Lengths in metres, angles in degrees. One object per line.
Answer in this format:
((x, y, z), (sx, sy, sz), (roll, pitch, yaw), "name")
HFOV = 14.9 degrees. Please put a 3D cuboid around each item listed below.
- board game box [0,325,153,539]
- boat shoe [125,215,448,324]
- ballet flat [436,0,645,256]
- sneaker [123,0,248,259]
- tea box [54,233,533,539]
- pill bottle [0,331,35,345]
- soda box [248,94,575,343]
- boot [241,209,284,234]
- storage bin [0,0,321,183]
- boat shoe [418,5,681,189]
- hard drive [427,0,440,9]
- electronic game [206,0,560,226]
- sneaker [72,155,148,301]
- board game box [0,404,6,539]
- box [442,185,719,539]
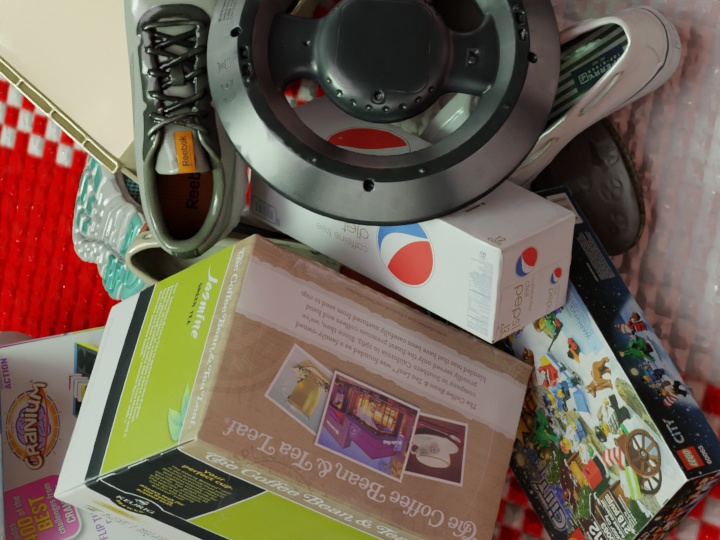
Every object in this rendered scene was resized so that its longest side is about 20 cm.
((-0.145, 0.109, 1.801), (0.200, 0.040, 0.153), (-10, 76, 0), "board game box")
((-0.045, 0.008, 1.684), (0.200, 0.063, 0.071), (18, 112, 14), "boat shoe")
((0.113, -0.093, 1.664), (0.067, 0.046, 0.200), (-44, 67, 23), "ballet flat")
((-0.099, -0.102, 1.593), (0.074, 0.079, 0.200), (-3, 107, 3), "sneaker")
((-0.041, 0.096, 1.631), (0.197, 0.200, 0.134), (-23, 47, 56), "tea box")
((-0.206, 0.136, 1.891), (0.200, 0.111, 0.111), (40, 114, 34), "pill bottle")
((0.027, -0.033, 1.603), (0.200, 0.068, 0.064), (29, 128, 35), "soda box")
((0.000, 0.000, 1.742), (0.200, 0.074, 0.096), (-10, 111, 23), "boot")
((-0.129, -0.183, 1.679), (0.199, 0.094, 0.200), (41, 107, 9), "storage bin")
((0.091, -0.096, 1.610), (0.200, 0.067, 0.074), (-38, 70, 25), "boat shoe")
((0.028, -0.214, 1.674), (0.033, 0.140, 0.200), (3, 92, 16), "hard drive")
((0.013, -0.121, 1.557), (0.200, 0.042, 0.200), (0, 73, 0), "electronic game")
((-0.136, -0.026, 1.853), (0.200, 0.091, 0.078), (-124, 48, -59), "sneaker")
((-0.280, 0.147, 1.815), (0.200, 0.043, 0.199), (-154, 61, -63), "board game box")
((0.126, 0.071, 1.622), (0.200, 0.038, 0.137), (61, 143, 23), "box")
